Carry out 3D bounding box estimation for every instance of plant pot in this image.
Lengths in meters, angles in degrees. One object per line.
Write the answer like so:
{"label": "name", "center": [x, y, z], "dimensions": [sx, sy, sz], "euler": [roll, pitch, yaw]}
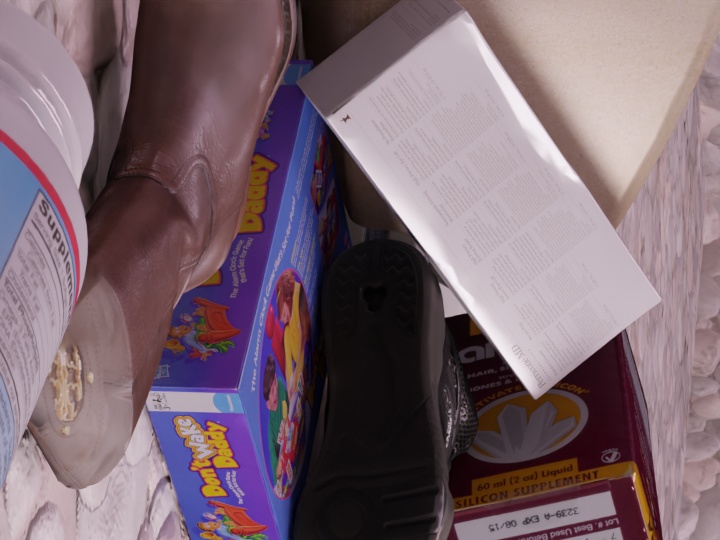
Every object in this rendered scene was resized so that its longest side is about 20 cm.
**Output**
{"label": "plant pot", "center": [0.064, -0.119, 1.351], "dimensions": [0.200, 0.199, 0.178], "euler": [-113, -150, -67]}

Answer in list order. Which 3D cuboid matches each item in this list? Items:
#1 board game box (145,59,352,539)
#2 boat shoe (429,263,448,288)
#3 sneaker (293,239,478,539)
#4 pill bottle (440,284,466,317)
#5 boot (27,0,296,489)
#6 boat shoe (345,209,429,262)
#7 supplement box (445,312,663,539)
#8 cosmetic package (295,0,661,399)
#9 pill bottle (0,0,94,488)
{"label": "board game box", "center": [-0.049, 0.018, 1.238], "dimensions": [0.135, 0.045, 0.200], "euler": [78, 18, -47]}
{"label": "boat shoe", "center": [0.063, -0.048, 1.557], "dimensions": [0.200, 0.074, 0.066], "euler": [-115, -154, -59]}
{"label": "sneaker", "center": [0.017, 0.097, 1.267], "dimensions": [0.114, 0.076, 0.200], "euler": [59, 28, -58]}
{"label": "pill bottle", "center": [0.078, 0.070, 1.690], "dimensions": [0.110, 0.109, 0.201], "euler": [-68, 156, -59]}
{"label": "boot", "center": [-0.083, -0.037, 1.017], "dimensions": [0.200, 0.064, 0.187], "euler": [-61, 157, -58]}
{"label": "boat shoe", "center": [0.001, 0.001, 1.456], "dimensions": [0.201, 0.070, 0.072], "euler": [-73, -176, -66]}
{"label": "supplement box", "center": [0.094, 0.098, 1.380], "dimensions": [0.200, 0.110, 0.086], "euler": [-87, 162, -62]}
{"label": "cosmetic package", "center": [0.058, -0.037, 1.263], "dimensions": [0.200, 0.082, 0.051], "euler": [53, -3, -33]}
{"label": "pill bottle", "center": [-0.133, 0.012, 0.686], "dimensions": [0.200, 0.108, 0.109], "euler": [-75, 162, -50]}
